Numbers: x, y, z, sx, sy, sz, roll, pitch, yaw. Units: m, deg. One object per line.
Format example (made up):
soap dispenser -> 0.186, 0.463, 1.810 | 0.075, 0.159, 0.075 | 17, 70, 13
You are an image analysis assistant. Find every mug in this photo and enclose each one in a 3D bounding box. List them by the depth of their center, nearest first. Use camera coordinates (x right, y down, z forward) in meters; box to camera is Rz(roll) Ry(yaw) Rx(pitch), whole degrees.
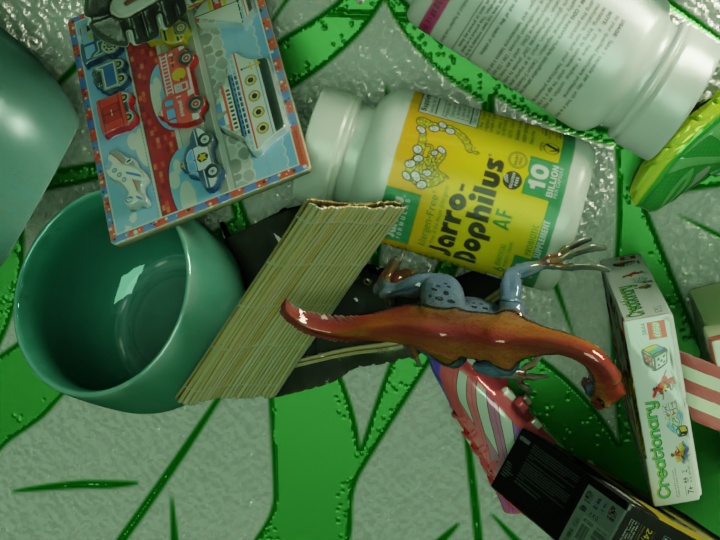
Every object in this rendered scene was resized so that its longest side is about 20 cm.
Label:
mug -> -0.151, 0.015, 1.186 | 0.152, 0.114, 0.185 | 35, 92, 30

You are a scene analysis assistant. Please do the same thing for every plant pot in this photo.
plant pot -> -0.299, -0.092, 1.155 | 0.161, 0.201, 0.201 | 29, 103, -14

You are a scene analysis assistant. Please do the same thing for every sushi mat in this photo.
sushi mat -> -0.049, 0.025, 1.127 | 0.012, 0.095, 0.200 | 53, 126, 28

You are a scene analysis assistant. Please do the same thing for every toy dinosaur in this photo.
toy dinosaur -> 0.080, 0.054, 1.072 | 0.199, 0.181, 0.105 | -20, 113, -25

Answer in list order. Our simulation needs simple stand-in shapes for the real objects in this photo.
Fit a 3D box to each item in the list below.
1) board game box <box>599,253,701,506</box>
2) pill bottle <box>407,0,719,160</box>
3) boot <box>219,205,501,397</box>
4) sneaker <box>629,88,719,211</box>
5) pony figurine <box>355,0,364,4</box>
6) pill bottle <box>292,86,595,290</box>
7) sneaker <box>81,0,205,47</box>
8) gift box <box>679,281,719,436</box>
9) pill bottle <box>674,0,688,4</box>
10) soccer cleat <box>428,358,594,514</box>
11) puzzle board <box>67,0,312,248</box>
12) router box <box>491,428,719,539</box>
board game box -> 0.200, 0.070, 1.129 | 0.034, 0.200, 0.127 | -10, 100, 6
pill bottle -> 0.143, -0.170, 1.130 | 0.200, 0.113, 0.114 | 33, 103, -1
boot -> 0.000, 0.000, 1.203 | 0.199, 0.077, 0.139 | -20, 94, 8
sneaker -> 0.281, -0.097, 1.151 | 0.200, 0.074, 0.084 | -34, 93, 11
pony figurine -> 0.015, -0.277, 1.032 | 0.199, 0.167, 0.193 | -28, 78, -19
pill bottle -> 0.058, -0.065, 1.161 | 0.199, 0.113, 0.113 | 17, 103, 2
sneaker -> -0.115, -0.228, 1.147 | 0.199, 0.090, 0.078 | -27, 110, -14
gift box -> 0.319, 0.078, 1.127 | 0.184, 0.187, 0.201 | -18, 100, 9
pill bottle -> 0.193, -0.288, 1.099 | 0.116, 0.116, 0.200 | -38, 95, 12
soccer cleat -> 0.113, 0.137, 1.223 | 0.076, 0.067, 0.200 | -43, 98, 11
puzzle board -> -0.127, -0.128, 1.155 | 0.150, 0.017, 0.201 | -21, 62, 10
router box -> 0.194, 0.185, 1.105 | 0.157, 0.200, 0.052 | 29, 91, -17
